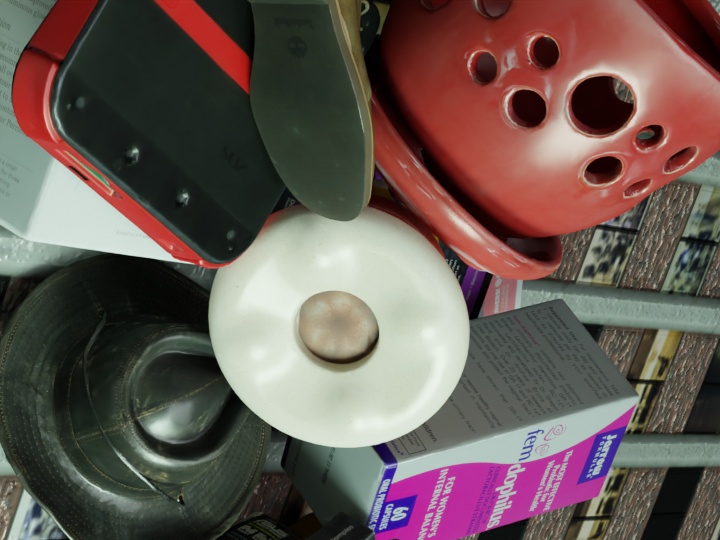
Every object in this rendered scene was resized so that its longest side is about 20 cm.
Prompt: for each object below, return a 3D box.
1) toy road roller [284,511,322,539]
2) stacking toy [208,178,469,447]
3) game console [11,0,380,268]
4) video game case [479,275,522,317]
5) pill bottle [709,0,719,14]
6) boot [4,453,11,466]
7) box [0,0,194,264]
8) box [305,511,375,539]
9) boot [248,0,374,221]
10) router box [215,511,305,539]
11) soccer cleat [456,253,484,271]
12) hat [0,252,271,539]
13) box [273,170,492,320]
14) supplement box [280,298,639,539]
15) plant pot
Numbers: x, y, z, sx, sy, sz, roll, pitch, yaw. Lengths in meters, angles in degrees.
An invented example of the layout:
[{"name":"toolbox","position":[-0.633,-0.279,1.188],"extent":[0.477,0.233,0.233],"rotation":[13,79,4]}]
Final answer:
[{"name":"toy road roller","position":[-0.049,0.258,1.472],"extent":[0.146,0.123,0.201],"rotation":[34,82,-40]},{"name":"stacking toy","position":[0.000,0.000,1.265],"extent":[0.200,0.145,0.147],"rotation":[-68,168,-66]},{"name":"game console","position":[-0.079,-0.108,1.103],"extent":[0.177,0.031,0.200],"rotation":[-61,144,-10]},{"name":"video game case","position":[0.042,0.063,1.534],"extent":[0.200,0.017,0.144],"rotation":[-24,130,-39]},{"name":"pill bottle","position":[0.185,-0.211,1.449],"extent":[0.117,0.116,0.200],"rotation":[-60,143,-2]},{"name":"boot","position":[-0.161,0.178,1.338],"extent":[0.181,0.073,0.201],"rotation":[-4,122,-46]},{"name":"box","position":[-0.122,-0.118,1.153],"extent":[0.152,0.106,0.201],"rotation":[9,105,-51]},{"name":"box","position":[-0.042,0.266,1.342],"extent":[0.143,0.036,0.201],"rotation":[-34,132,-36]},{"name":"boot","position":[-0.015,-0.119,1.102],"extent":[0.075,0.073,0.201],"rotation":[-46,138,-42]},{"name":"router box","position":[-0.109,0.267,1.356],"extent":[0.150,0.062,0.201],"rotation":[-20,130,-46]},{"name":"soccer cleat","position":[0.074,-0.100,1.375],"extent":[0.085,0.068,0.201],"rotation":[-7,85,-72]},{"name":"hat","position":[-0.108,0.069,1.241],"extent":[0.200,0.081,0.202],"rotation":[19,61,-37]},{"name":"box","position":[0.017,-0.015,1.412],"extent":[0.200,0.036,0.144],"rotation":[21,89,-51]},{"name":"supplement box","position":[0.065,0.103,1.409],"extent":[0.199,0.103,0.101],"rotation":[-14,138,-30]},{"name":"plant pot","position":[0.097,-0.112,1.222],"extent":[0.182,0.201,0.200],"rotation":[-40,148,19]}]
